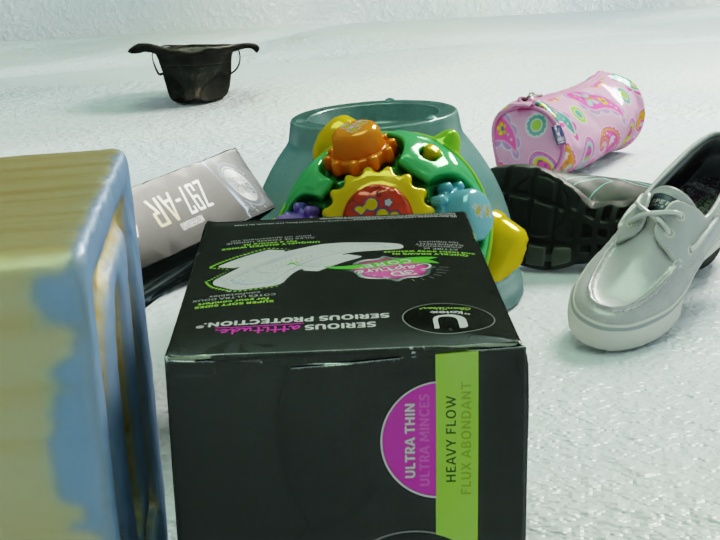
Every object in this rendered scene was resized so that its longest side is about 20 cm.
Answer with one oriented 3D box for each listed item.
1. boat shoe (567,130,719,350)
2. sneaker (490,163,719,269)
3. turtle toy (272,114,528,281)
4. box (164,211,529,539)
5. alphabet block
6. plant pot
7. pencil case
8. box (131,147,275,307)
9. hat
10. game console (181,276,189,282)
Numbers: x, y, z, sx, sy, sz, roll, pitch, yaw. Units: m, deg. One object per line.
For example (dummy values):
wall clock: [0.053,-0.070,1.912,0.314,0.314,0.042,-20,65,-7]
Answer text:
boat shoe: [0.198,-0.025,0.964,0.072,0.069,0.200,26,47,33]
sneaker: [0.175,-0.035,1.113,0.198,0.076,0.079,13,11,23]
turtle toy: [0.000,0.000,0.850,0.145,0.201,0.101,32,-8,10]
box: [-0.005,0.069,0.595,0.123,0.150,0.200,-2,15,0]
alphabet block: [-0.184,0.068,0.569,0.198,0.197,0.196,-6,13,-3]
plant pot: [0.013,-0.046,1.047,0.198,0.135,0.200,-3,15,1]
pencil case: [0.203,-0.141,1.443,0.087,0.088,0.199,7,18,35]
box: [-0.163,0.016,0.837,0.200,0.044,0.160,-36,-2,30]
hat: [-0.228,-0.270,2.038,0.199,0.082,0.201,1,8,0]
game console: [-0.235,-0.044,1.134,0.199,0.117,0.175,7,19,33]
